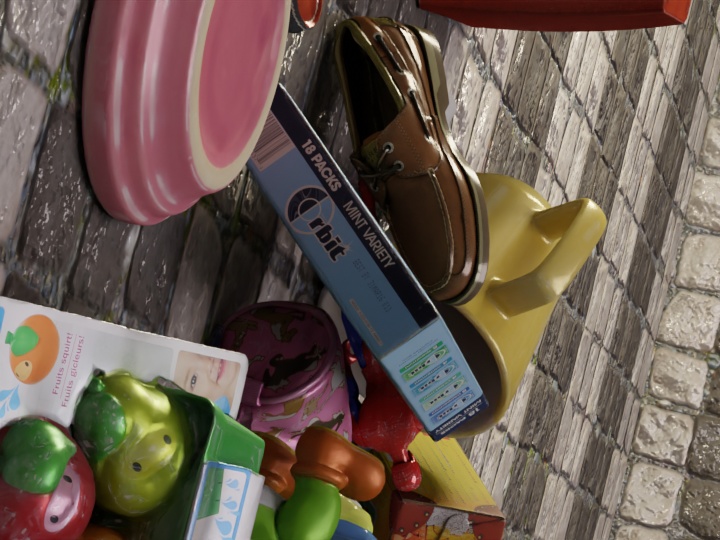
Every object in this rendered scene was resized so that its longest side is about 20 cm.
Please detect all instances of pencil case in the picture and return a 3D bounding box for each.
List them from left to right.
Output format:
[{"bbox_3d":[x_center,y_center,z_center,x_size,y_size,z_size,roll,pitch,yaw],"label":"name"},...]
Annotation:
[{"bbox_3d":[-0.046,0.107,1.581,0.201,0.086,0.083,84,-6,-51],"label":"pencil case"}]

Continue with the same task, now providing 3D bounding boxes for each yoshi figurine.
[{"bbox_3d":[-0.048,0.195,1.427,0.113,0.111,0.201,93,17,-62],"label":"yoshi figurine"}]

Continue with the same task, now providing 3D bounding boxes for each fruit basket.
[{"bbox_3d":[-0.132,0.116,1.199,0.200,0.093,0.187,18,85,-57],"label":"fruit basket"}]

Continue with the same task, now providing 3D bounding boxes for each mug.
[{"bbox_3d":[0.086,0.015,1.754,0.153,0.185,0.150,-50,139,-38],"label":"mug"}]

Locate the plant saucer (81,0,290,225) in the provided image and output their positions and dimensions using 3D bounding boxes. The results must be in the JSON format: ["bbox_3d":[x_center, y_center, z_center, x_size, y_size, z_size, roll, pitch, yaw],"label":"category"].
[{"bbox_3d":[-0.082,-0.120,1.307,0.200,0.050,0.202,12,90,-76],"label":"plant saucer"}]

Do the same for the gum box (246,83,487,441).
[{"bbox_3d":[0.000,0.000,1.498,0.044,0.170,0.200,-34,160,0],"label":"gum box"}]

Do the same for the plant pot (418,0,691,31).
[{"bbox_3d":[0.166,-0.271,1.896,0.200,0.175,0.202,-5,107,-76],"label":"plant pot"}]

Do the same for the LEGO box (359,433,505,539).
[{"bbox_3d":[0.028,0.200,1.782,0.200,0.077,0.150,-122,-136,-71],"label":"LEGO box"}]

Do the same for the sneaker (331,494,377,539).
[{"bbox_3d":[-0.051,0.227,1.521,0.201,0.105,0.076,-56,143,1],"label":"sneaker"}]

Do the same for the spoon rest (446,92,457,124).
[{"bbox_3d":[0.042,-0.091,1.802,0.200,0.060,0.100,65,40,-67],"label":"spoon rest"}]

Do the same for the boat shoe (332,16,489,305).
[{"bbox_3d":[0.024,-0.070,1.621,0.068,0.072,0.201,10,53,-42],"label":"boat shoe"}]

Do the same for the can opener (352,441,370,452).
[{"bbox_3d":[-0.047,0.147,1.715,0.067,0.053,0.200,59,35,-22],"label":"can opener"}]

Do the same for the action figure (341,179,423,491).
[{"bbox_3d":[0.012,0.045,1.637,0.052,0.065,0.202,40,37,-65],"label":"action figure"}]

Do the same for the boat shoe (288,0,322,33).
[{"bbox_3d":[-0.024,-0.220,1.426,0.071,0.062,0.201,-61,160,-54],"label":"boat shoe"}]
